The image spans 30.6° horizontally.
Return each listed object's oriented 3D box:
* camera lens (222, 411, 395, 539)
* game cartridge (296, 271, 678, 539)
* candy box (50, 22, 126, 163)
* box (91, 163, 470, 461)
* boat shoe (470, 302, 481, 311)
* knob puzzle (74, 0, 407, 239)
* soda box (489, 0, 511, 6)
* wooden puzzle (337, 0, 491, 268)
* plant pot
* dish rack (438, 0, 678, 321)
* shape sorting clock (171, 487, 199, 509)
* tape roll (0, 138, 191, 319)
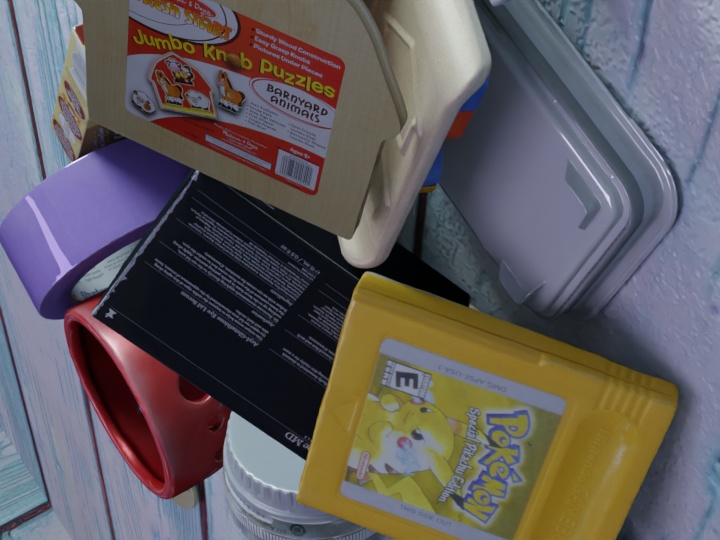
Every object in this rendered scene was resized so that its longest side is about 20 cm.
[{"bbox_3d":[-0.035,0.202,1.141,0.160,0.160,0.201,42,148,39],"label":"camera lens"},{"bbox_3d":[0.071,0.110,0.810,0.199,0.032,0.177,20,123,8],"label":"game cartridge"},{"bbox_3d":[-0.204,-0.168,1.165,0.055,0.115,0.200,61,156,7],"label":"candy box"},{"bbox_3d":[-0.050,0.023,0.857,0.200,0.079,0.141,36,118,-10],"label":"box"},{"bbox_3d":[0.100,0.099,0.888,0.200,0.062,0.074,43,149,38],"label":"boat shoe"},{"bbox_3d":[-0.062,-0.123,0.700,0.219,0.031,0.220,18,141,16],"label":"knob puzzle"},{"bbox_3d":[0.058,-0.237,0.639,0.201,0.063,0.068,64,156,1],"label":"soda box"},{"bbox_3d":[0.019,-0.126,0.754,0.200,0.046,0.186,122,139,-56],"label":"wooden puzzle"},{"bbox_3d":[-0.155,0.089,1.240,0.200,0.182,0.201,44,149,36],"label":"plant pot"},{"bbox_3d":[0.087,-0.070,0.773,0.200,0.043,0.172,57,155,17],"label":"dish rack"},{"bbox_3d":[-0.285,0.244,1.828,0.200,0.039,0.201,43,148,35],"label":"shape sorting clock"},{"bbox_3d":[-0.236,-0.041,1.255,0.085,0.199,0.200,59,155,10],"label":"tape roll"}]
